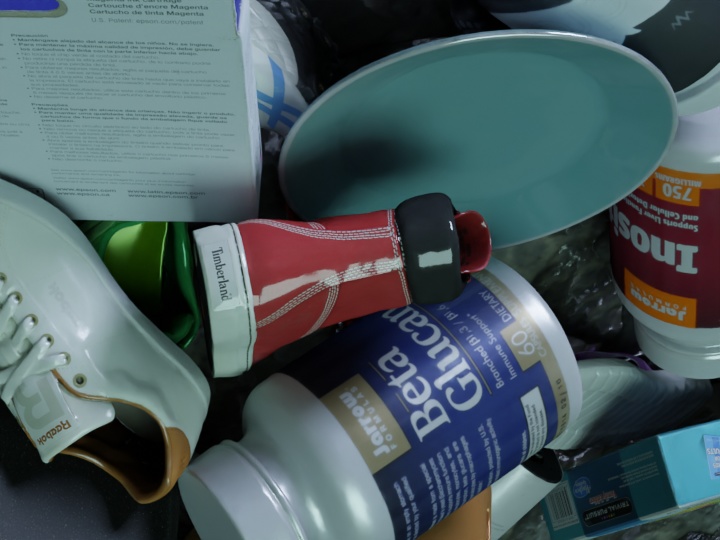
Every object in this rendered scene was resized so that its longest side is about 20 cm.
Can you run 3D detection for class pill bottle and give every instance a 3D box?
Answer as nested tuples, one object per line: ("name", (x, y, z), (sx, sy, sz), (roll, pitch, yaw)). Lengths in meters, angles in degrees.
("pill bottle", (0.009, 0.085, 0.874), (0.199, 0.111, 0.112), (-32, 140, -22))
("pill bottle", (0.200, -0.033, 0.982), (0.112, 0.113, 0.201), (-19, 135, -8))

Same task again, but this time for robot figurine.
("robot figurine", (0.128, -0.157, 0.828), (0.199, 0.150, 0.126), (26, 87, -39))

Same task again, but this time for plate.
("plate", (0.056, -0.066, 0.831), (0.198, 0.026, 0.201), (-6, 153, -3))

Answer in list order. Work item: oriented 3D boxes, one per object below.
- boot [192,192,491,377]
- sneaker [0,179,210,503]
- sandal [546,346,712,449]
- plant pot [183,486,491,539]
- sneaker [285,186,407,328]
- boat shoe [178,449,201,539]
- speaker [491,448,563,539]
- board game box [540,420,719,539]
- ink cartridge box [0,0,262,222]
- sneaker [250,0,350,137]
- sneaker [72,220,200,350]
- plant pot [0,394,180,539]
("boot", (-0.011, 0.005, 0.848), (0.143, 0.073, 0.200), (-11, 176, -8))
("sneaker", (-0.148, 0.032, 0.787), (0.073, 0.085, 0.200), (-36, 116, 28))
("sandal", (0.159, 0.079, 1.117), (0.082, 0.050, 0.202), (-46, 148, 24))
("plant pot", (-0.007, 0.171, 0.998), (0.198, 0.141, 0.201), (15, 147, 10))
("sneaker", (0.000, -0.001, 0.953), (0.107, 0.067, 0.203), (4, 125, -27))
("boat shoe", (-0.134, 0.124, 1.002), (0.071, 0.070, 0.200), (-34, 135, 13))
("speaker", (0.041, 0.173, 1.124), (0.081, 0.082, 0.200), (26, 116, -40))
("board game box", (0.241, 0.129, 1.124), (0.198, 0.047, 0.151), (-10, 167, -27))
("ink cartridge box", (-0.144, -0.087, 0.742), (0.194, 0.044, 0.201), (2, 150, 0))
("sneaker", (-0.074, -0.106, 0.822), (0.072, 0.072, 0.199), (-32, 139, 32))
("sneaker", (-0.130, 0.031, 0.891), (0.073, 0.084, 0.202), (-5, 123, -23))
("plant pot", (-0.206, 0.167, 0.827), (0.199, 0.178, 0.199), (24, 126, -41))
